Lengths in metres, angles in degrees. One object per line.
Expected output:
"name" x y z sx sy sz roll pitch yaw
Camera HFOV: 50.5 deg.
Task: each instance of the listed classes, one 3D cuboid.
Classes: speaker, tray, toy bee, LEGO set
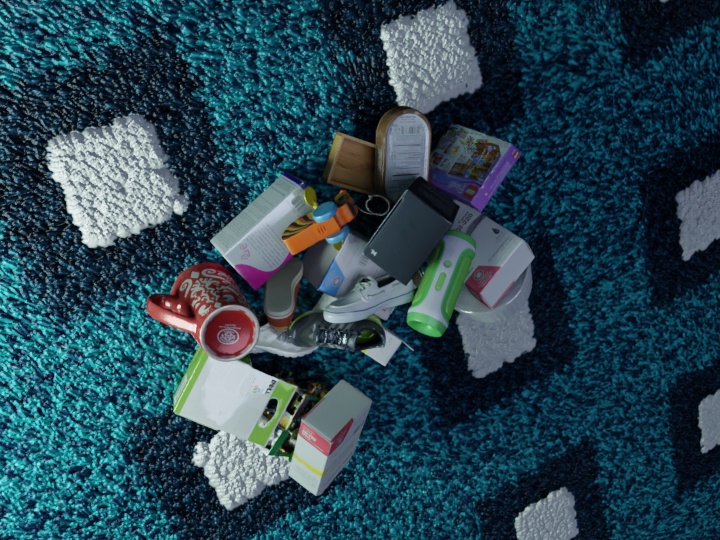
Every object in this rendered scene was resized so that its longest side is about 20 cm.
"speaker" 0.159 0.024 1.487 0.088 0.088 0.201 35 69 -31
"tray" 0.028 -0.202 1.535 0.199 0.037 0.099 13 101 -29
"toy bee" -0.045 -0.097 1.396 0.198 0.109 0.132 -5 122 1
"LEGO set" -0.164 0.294 1.597 0.153 0.116 0.201 13 108 -59

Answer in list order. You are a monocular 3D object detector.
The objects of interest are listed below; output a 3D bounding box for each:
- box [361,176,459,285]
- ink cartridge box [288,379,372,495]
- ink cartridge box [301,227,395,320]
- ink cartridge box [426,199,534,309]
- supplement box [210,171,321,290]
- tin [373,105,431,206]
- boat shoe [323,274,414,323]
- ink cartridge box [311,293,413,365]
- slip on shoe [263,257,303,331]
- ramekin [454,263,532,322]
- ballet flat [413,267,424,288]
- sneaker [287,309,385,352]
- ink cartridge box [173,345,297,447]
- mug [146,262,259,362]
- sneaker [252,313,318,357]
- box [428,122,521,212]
"box" 0.098 -0.079 1.430 0.104 0.200 0.148 37 109 0
"ink cartridge box" -0.065 0.348 1.581 0.145 0.083 0.201 -41 155 -43
"ink cartridge box" 0.000 0.000 1.540 0.199 0.125 0.129 27 96 -31
"ink cartridge box" 0.234 -0.039 1.587 0.146 0.200 0.085 -50 140 -2
"supplement box" -0.170 -0.076 1.446 0.200 0.103 0.101 -43 121 -8
"tin" 0.084 -0.222 1.514 0.111 0.042 0.201 -6 110 -19
"boat shoe" 0.014 0.042 1.454 0.199 0.073 0.067 -17 113 -33
"ink cartridge box" 0.006 0.126 1.592 0.200 0.116 0.068 35 92 -30
"slip on shoe" -0.148 0.039 1.455 0.073 0.201 0.062 2 127 -1
"ramekin" 0.277 0.020 1.644 0.203 0.202 0.094 -49 142 -2
"ballet flat" 0.131 0.039 1.655 0.071 0.071 0.200 -41 120 -7
"sneaker" -0.040 0.119 1.455 0.199 0.081 0.074 -2 107 -20
"ink cartridge box" -0.249 0.242 1.512 0.199 0.076 0.148 27 95 -18
"mug" -0.281 0.088 1.394 0.177 0.200 0.134 -26 118 -16
"sneaker" -0.163 0.122 1.529 0.199 0.075 0.083 2 116 -25
"box" 0.210 -0.210 1.523 0.039 0.200 0.137 34 92 -37
